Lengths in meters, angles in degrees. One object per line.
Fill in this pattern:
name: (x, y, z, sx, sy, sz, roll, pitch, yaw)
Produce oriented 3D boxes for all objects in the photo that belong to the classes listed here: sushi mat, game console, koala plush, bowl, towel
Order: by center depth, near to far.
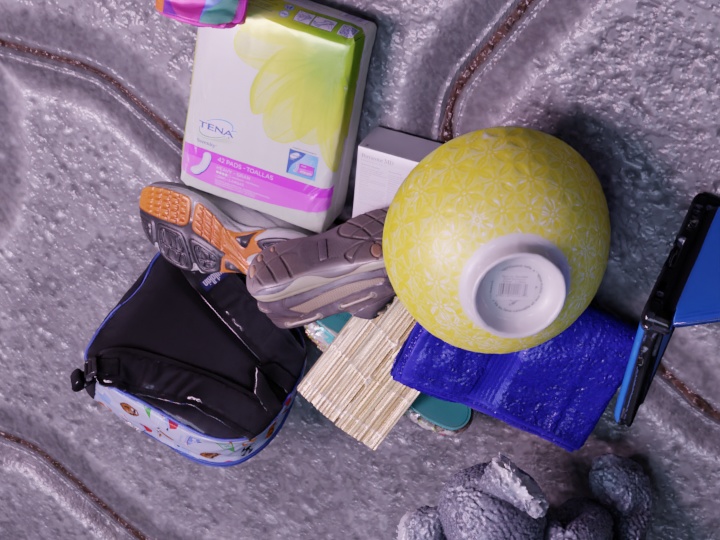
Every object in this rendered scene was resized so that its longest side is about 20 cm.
game console: (0.298, 0.026, 1.431, 0.117, 0.200, 0.172, 19, 127, 14)
bowl: (0.121, -0.006, 1.462, 0.197, 0.108, 0.202, -3, 119, -5)
towel: (0.141, 0.081, 1.596, 0.198, 0.050, 0.149, 20, 124, -10)
koala plush: (0.148, 0.242, 1.611, 0.177, 0.185, 0.199, -30, 129, 34)
sushi mat: (0.034, 0.065, 1.645, 0.095, 0.012, 0.201, 38, 101, 1)

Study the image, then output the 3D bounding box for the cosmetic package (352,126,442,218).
cosmetic package: (0.094, -0.061, 1.570, 0.198, 0.051, 0.083, 16, 125, 16)

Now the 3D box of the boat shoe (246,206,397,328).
boat shoe: (0.000, 0.000, 1.564, 0.198, 0.075, 0.074, -13, 129, 11)

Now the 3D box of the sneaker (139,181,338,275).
sneaker: (-0.111, -0.038, 1.656, 0.198, 0.092, 0.076, 22, 121, 13)

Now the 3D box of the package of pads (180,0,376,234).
package of pads: (-0.078, -0.150, 1.584, 0.153, 0.068, 0.202, 20, 122, 13)

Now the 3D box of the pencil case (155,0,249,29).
pencil case: (-0.113, -0.300, 1.466, 0.087, 0.088, 0.202, 19, 106, 14)

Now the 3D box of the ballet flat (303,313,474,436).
ballet flat: (0.025, 0.087, 1.697, 0.200, 0.076, 0.064, 41, 159, 3)

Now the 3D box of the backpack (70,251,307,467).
backpack: (-0.152, 0.095, 1.703, 0.189, 0.201, 0.154, 30, 157, 12)
